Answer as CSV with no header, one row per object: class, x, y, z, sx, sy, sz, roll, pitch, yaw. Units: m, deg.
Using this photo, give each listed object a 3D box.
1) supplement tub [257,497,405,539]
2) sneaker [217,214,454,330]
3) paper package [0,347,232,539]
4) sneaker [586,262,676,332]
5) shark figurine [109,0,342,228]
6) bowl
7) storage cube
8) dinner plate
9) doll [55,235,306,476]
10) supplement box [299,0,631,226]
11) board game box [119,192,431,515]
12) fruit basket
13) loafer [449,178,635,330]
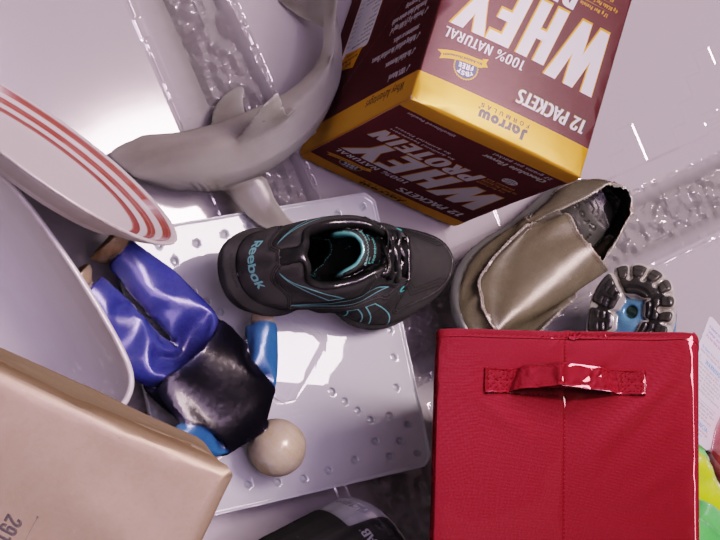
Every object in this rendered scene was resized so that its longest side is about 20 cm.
supplement tub,-0.061,0.241,1.335,0.200,0.123,0.123,-24,91,-25
sneaker,0.000,0.000,1.384,0.200,0.079,0.076,-4,80,-44
paper package,-0.202,0.161,1.212,0.190,0.103,0.200,26,90,-11
sneaker,0.191,0.097,1.494,0.078,0.090,0.200,23,91,24
shark figurine,-0.056,-0.120,1.403,0.128,0.090,0.215,39,71,11
bowl,-0.265,0.052,1.284,0.200,0.075,0.200,-34,96,-7
storage cube,0.135,0.149,1.336,0.171,0.200,0.180,1,70,6
dinner plate,-0.203,-0.071,1.301,0.200,0.200,0.024,35,97,-15
doll,-0.107,0.059,1.357,0.200,0.048,0.136,47,61,-10
supplement box,0.079,-0.160,1.425,0.133,0.197,0.200,23,73,-19
board game box,-0.063,0.058,1.419,0.200,0.026,0.200,-10,85,-26
fruit basket,0.266,0.166,1.504,0.185,0.094,0.200,41,59,-34
loafer,0.134,-0.011,1.469,0.075,0.070,0.200,52,49,-13
